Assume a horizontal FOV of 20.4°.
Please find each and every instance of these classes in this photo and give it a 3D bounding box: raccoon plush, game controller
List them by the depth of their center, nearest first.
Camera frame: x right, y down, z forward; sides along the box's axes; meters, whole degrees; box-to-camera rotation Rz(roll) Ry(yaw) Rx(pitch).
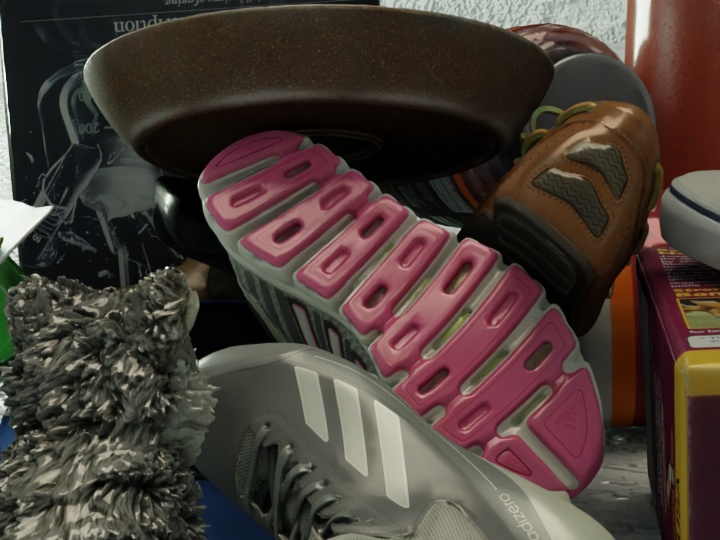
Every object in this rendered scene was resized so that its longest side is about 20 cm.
[{"bbox_3d":[-0.089,0.077,0.630,0.096,0.135,0.200,-3,11,2],"label":"raccoon plush"},{"bbox_3d":[0.000,0.000,0.916,0.199,0.042,0.104,19,-4,-15],"label":"game controller"}]

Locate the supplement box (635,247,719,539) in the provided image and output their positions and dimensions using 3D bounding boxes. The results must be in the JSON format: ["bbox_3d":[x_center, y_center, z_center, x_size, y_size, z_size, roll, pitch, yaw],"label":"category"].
[{"bbox_3d":[0.171,0.057,0.731,0.130,0.104,0.200,-2,12,5],"label":"supplement box"}]

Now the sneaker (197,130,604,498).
[{"bbox_3d":[0.019,0.026,0.787,0.200,0.088,0.074,38,71,25],"label":"sneaker"}]

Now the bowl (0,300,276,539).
[{"bbox_3d":[-0.054,0.063,0.843,0.199,0.040,0.201,2,21,-1],"label":"bowl"}]

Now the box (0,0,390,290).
[{"bbox_3d":[-0.089,-0.068,1.073,0.198,0.184,0.104,-6,12,-10],"label":"box"}]

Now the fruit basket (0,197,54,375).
[{"bbox_3d":[-0.219,0.029,0.893,0.185,0.094,0.200,-46,21,-9],"label":"fruit basket"}]

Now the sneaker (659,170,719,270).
[{"bbox_3d":[0.195,-0.029,0.708,0.199,0.071,0.073,9,15,40],"label":"sneaker"}]

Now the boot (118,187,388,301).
[{"bbox_3d":[-0.071,-0.011,0.996,0.198,0.098,0.075,-7,11,-19],"label":"boot"}]

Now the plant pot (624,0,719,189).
[{"bbox_3d":[0.221,-0.063,1.085,0.199,0.197,0.201,-4,11,1],"label":"plant pot"}]

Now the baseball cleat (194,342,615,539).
[{"bbox_3d":[-0.005,0.081,0.677,0.199,0.070,0.106,20,23,32],"label":"baseball cleat"}]

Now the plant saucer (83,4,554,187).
[{"bbox_3d":[-0.017,-0.066,0.842,0.198,0.035,0.200,-1,-11,0],"label":"plant saucer"}]

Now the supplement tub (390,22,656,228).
[{"bbox_3d":[0.081,-0.073,1.042,0.106,0.108,0.200,-7,5,-18],"label":"supplement tub"}]

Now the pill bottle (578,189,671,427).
[{"bbox_3d":[0.197,0.014,0.926,0.198,0.111,0.110,-3,11,3],"label":"pill bottle"}]

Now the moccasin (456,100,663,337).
[{"bbox_3d":[0.081,-0.023,0.808,0.074,0.078,0.201,39,-10,10],"label":"moccasin"}]
